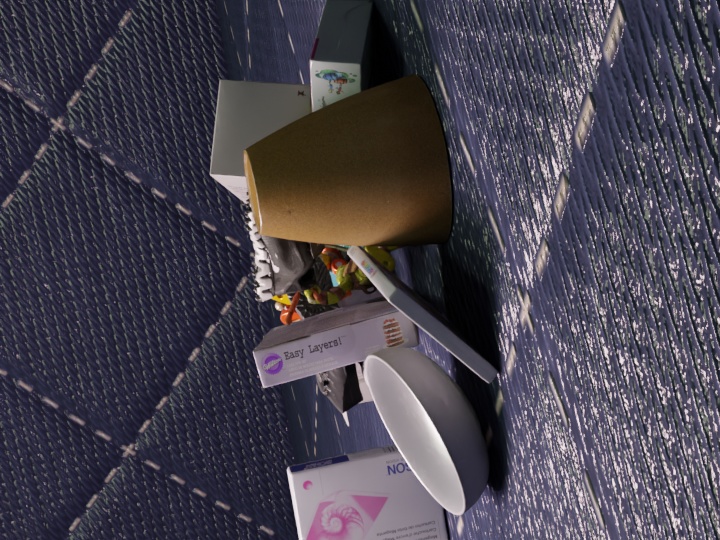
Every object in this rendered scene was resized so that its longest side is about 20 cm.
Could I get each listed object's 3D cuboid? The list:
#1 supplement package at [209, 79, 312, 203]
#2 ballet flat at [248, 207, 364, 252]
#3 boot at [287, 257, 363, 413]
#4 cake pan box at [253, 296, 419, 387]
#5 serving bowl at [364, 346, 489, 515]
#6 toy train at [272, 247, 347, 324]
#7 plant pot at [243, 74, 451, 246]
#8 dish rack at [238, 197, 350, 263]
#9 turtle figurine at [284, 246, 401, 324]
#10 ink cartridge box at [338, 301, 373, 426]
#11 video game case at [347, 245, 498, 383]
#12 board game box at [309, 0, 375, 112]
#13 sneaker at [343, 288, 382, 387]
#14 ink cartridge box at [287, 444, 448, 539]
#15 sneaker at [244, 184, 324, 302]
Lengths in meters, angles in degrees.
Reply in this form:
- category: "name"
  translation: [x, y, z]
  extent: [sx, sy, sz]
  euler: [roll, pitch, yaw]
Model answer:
- category: "supplement package"
  translation: [-0.105, -0.155, 1.504]
  extent: [0.200, 0.119, 0.122]
  euler: [46, -131, -81]
- category: "ballet flat"
  translation: [-0.064, -0.060, 1.673]
  extent: [0.068, 0.199, 0.062]
  euler: [-71, -18, 0]
- category: "boot"
  translation: [-0.050, 0.089, 1.675]
  extent: [0.200, 0.065, 0.166]
  euler: [78, 171, -60]
- category: "cake pan box"
  translation: [-0.028, 0.079, 1.442]
  extent: [0.184, 0.198, 0.053]
  euler: [-70, -36, -86]
- category: "serving bowl"
  translation: [0.083, 0.165, 1.319]
  extent: [0.201, 0.066, 0.201]
  euler: [54, 164, 23]
- category: "toy train"
  translation: [-0.061, 0.031, 1.763]
  extent: [0.199, 0.150, 0.056]
  euler: [-25, 39, 39]
- category: "plant pot"
  translation: [-0.022, -0.105, 1.300]
  extent: [0.186, 0.198, 0.188]
  euler: [170, 90, -80]
- category: "dish rack"
  translation: [-0.093, -0.080, 1.784]
  extent: [0.154, 0.199, 0.055]
  euler: [-119, 48, -63]
- category: "turtle figurine"
  translation: [0.000, 0.000, 1.486]
  extent: [0.065, 0.200, 0.161]
  euler: [51, 152, -2]
- category: "ink cartridge box"
  translation: [-0.012, 0.131, 1.896]
  extent: [0.117, 0.067, 0.202]
  euler: [-119, 22, -62]
- category: "video game case"
  translation: [0.061, 0.041, 1.263]
  extent: [0.143, 0.018, 0.200]
  euler: [39, -177, -19]
- category: "board game box"
  translation: [-0.018, -0.201, 1.442]
  extent: [0.148, 0.064, 0.201]
  euler: [-79, -11, -50]
- category: "sneaker"
  translation: [0.008, 0.067, 1.677]
  extent: [0.114, 0.075, 0.202]
  euler: [-140, 37, -71]
- category: "ink cartridge box"
  translation: [0.015, 0.339, 1.589]
  extent: [0.043, 0.195, 0.202]
  euler: [-147, 46, -79]
- category: "sneaker"
  translation: [-0.088, -0.047, 1.417]
  extent: [0.067, 0.090, 0.201]
  euler: [-95, 2, -48]
